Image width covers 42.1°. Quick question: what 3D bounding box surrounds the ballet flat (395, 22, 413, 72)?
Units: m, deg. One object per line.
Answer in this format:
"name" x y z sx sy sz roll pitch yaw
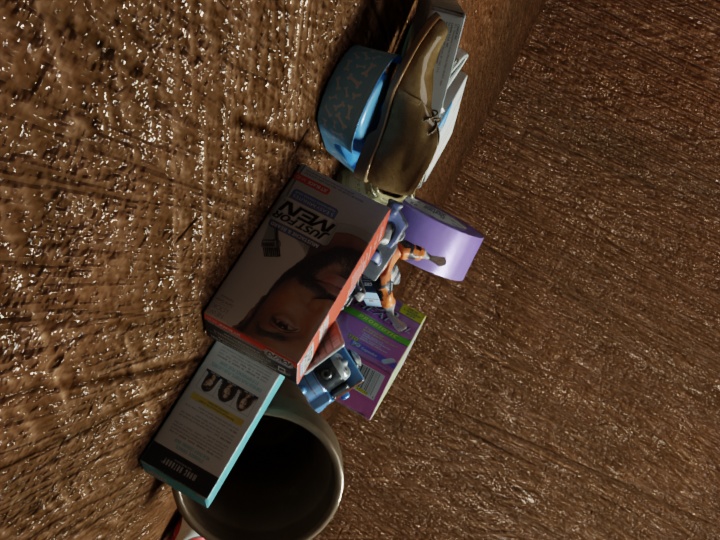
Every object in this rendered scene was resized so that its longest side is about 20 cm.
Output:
"ballet flat" 0.062 -0.222 1.221 0.201 0.070 0.067 -65 176 26

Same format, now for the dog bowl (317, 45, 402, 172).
"dog bowl" -0.001 -0.175 1.017 0.112 0.049 0.200 -62 173 -6

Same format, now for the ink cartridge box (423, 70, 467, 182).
"ink cartridge box" 0.109 -0.239 1.519 0.116 0.067 0.200 -61 172 -16

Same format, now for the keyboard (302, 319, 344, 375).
"keyboard" -0.060 0.039 1.030 0.056 0.011 0.201 -41 -147 12

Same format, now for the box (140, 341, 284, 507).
"box" -0.146 0.143 1.004 0.201 0.082 0.049 -59 173 -24

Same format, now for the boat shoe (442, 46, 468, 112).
"boat shoe" 0.092 -0.245 1.368 0.201 0.066 0.074 -64 173 7

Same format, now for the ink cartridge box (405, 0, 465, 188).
"ink cartridge box" 0.072 -0.219 1.097 0.174 0.043 0.202 -86 -171 -67

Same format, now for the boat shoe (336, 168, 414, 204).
"boat shoe" 0.040 -0.120 1.264 0.200 0.062 0.074 -30 111 -57

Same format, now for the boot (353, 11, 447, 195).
"boot" 0.061 -0.170 0.983 0.074 0.075 0.201 -49 164 -56

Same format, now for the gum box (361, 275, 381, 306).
"gum box" 0.029 -0.055 1.409 0.170 0.044 0.202 70 23 -81

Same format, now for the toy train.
"toy train" -0.088 0.174 1.297 0.199 0.087 0.114 -33 175 3

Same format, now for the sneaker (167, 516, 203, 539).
"sneaker" -0.234 0.379 1.360 0.085 0.077 0.200 -51 165 -4

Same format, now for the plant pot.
"plant pot" -0.122 0.215 1.145 0.175 0.199 0.202 -101 -145 -70

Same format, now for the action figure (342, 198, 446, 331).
"action figure" 0.000 0.000 1.229 0.200 0.193 0.105 -49 -146 2

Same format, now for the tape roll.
"tape roll" 0.109 -0.066 1.633 0.086 0.199 0.200 -63 173 11

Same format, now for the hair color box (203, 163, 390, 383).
"hair color box" -0.063 0.000 0.964 0.201 0.110 0.064 -60 172 -24

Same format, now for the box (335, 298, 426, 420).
"box" -0.013 0.109 1.477 0.097 0.175 0.200 -65 172 29
